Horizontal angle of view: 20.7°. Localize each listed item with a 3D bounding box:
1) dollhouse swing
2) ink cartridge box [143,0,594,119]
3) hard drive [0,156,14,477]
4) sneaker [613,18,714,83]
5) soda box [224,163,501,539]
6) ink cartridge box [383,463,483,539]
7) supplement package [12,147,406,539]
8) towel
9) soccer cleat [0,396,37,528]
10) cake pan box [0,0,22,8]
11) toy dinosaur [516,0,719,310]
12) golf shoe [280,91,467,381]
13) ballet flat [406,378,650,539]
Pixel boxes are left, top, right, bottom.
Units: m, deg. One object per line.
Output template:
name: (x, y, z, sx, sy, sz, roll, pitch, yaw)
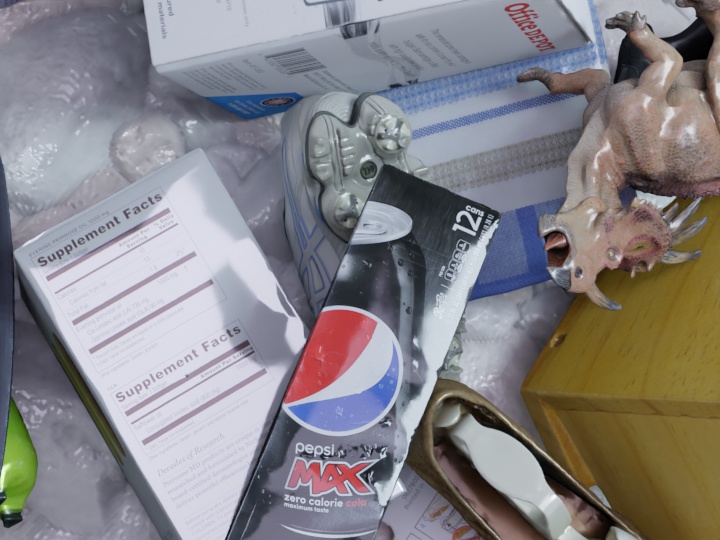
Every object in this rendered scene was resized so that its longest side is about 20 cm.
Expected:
dollhouse swing: (0.217, 0.080, 1.015, 0.176, 0.200, 0.182, 44, 67, -23)
ink cartridge box: (0.006, -0.145, 1.003, 0.199, 0.146, 0.086, -12, 82, 14)
hard drive: (-0.237, 0.038, 0.984, 0.134, 0.042, 0.201, -5, 58, -2)
sneaker: (0.229, -0.110, 1.074, 0.199, 0.067, 0.091, -6, 125, 6)
soda box: (-0.001, 0.057, 0.922, 0.063, 0.071, 0.201, 22, 74, -1)
ink cartridge box: (0.062, 0.207, 1.051, 0.200, 0.050, 0.161, 32, 77, 16)
supplement package: (-0.080, 0.059, 1.005, 0.109, 0.114, 0.200, -30, 83, -13)
towel: (0.067, -0.086, 1.072, 0.146, 0.024, 0.201, -15, 82, 16)
soccer cleat: (-0.263, 0.111, 1.001, 0.199, 0.068, 0.081, -16, 60, -7)
cake pan box: (-0.112, -0.204, 1.001, 0.184, 0.200, 0.052, -23, 88, -9)
toy dinosaur: (0.165, -0.064, 1.000, 0.199, 0.086, 0.136, -19, 84, -7)
golf shoe: (0.000, 0.000, 1.051, 0.078, 0.097, 0.201, -13, 107, -23)
ballet flat: (0.098, 0.127, 0.993, 0.068, 0.072, 0.200, -44, 86, -11)
